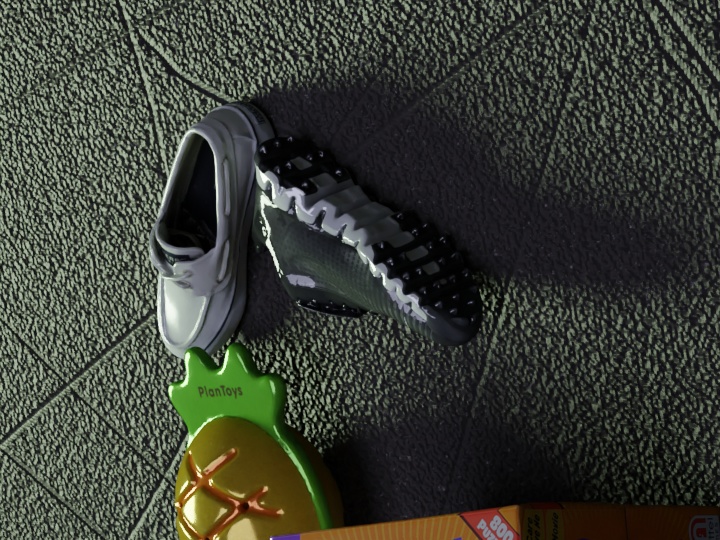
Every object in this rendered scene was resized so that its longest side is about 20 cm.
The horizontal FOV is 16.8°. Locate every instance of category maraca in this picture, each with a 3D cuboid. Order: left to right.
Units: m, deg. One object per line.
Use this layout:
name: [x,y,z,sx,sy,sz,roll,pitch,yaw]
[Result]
maraca: [-0.075,0.147,1.661,0.137,0.107,0.201,-8,101,42]

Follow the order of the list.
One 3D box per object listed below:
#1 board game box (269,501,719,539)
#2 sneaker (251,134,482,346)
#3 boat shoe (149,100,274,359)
board game box: [0.089,0.249,1.462,0.199,0.199,0.201,-12,77,42]
sneaker: [0.000,0.000,1.576,0.200,0.066,0.091,39,130,28]
boat shoe: [-0.111,-0.020,1.659,0.072,0.066,0.201,37,126,24]
